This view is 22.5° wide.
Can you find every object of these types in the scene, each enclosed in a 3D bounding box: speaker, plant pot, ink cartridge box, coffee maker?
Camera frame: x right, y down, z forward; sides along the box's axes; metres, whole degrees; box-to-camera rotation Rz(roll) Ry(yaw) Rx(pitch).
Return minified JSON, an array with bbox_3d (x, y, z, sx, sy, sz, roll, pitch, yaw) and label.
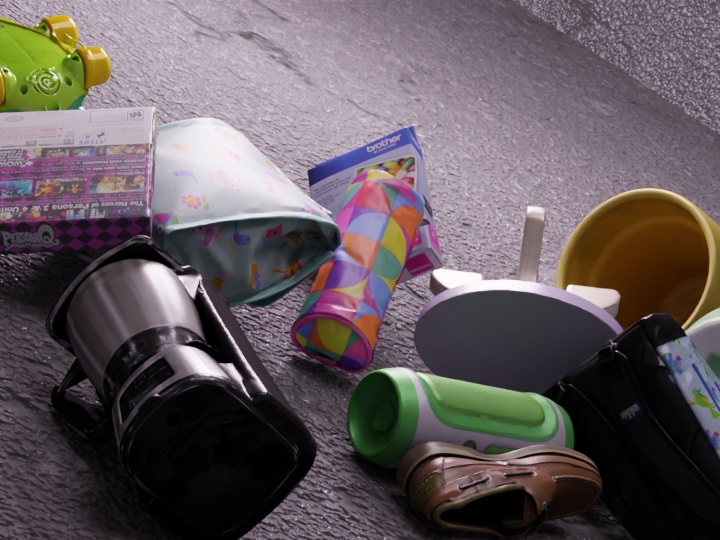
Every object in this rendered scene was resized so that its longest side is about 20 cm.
[{"bbox_3d":[0.086,0.135,1.534,0.199,0.089,0.088,13,23,-37],"label":"speaker"},{"bbox_3d":[0.348,0.033,2.029,0.188,0.201,0.201,29,12,-48],"label":"plant pot"},{"bbox_3d":[0.010,-0.065,1.807,0.042,0.119,0.201,53,21,-43],"label":"ink cartridge box"},{"bbox_3d":[-0.111,0.091,1.295,0.191,0.135,0.200,16,22,-32],"label":"coffee maker"}]

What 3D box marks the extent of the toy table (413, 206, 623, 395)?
[{"bbox_3d":[0.155,0.047,1.714,0.198,0.185,0.117,18,32,-1],"label":"toy table"}]

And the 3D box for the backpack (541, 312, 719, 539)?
[{"bbox_3d":[0.275,0.162,1.598,0.153,0.163,0.201,4,49,-50],"label":"backpack"}]

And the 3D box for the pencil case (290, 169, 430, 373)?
[{"bbox_3d":[0.000,0.000,1.661,0.088,0.089,0.201,26,49,-3],"label":"pencil case"}]

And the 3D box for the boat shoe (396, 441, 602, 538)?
[{"bbox_3d":[0.123,0.189,1.480,0.198,0.072,0.068,4,32,-31],"label":"boat shoe"}]

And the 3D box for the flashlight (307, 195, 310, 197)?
[{"bbox_3d":[-0.113,-0.065,1.829,0.199,0.068,0.068,22,-7,-30],"label":"flashlight"}]

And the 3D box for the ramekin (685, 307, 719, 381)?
[{"bbox_3d":[0.378,0.130,1.759,0.199,0.201,0.098,34,16,21],"label":"ramekin"}]

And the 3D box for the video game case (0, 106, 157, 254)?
[{"bbox_3d":[-0.268,-0.076,1.494,0.198,0.036,0.182,-3,34,-3],"label":"video game case"}]

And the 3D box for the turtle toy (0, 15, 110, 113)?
[{"bbox_3d":[-0.337,-0.186,1.765,0.145,0.102,0.200,-14,37,-29],"label":"turtle toy"}]

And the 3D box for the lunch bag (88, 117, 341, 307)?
[{"bbox_3d":[-0.136,-0.049,1.611,0.199,0.123,0.170,-13,40,-36],"label":"lunch bag"}]
